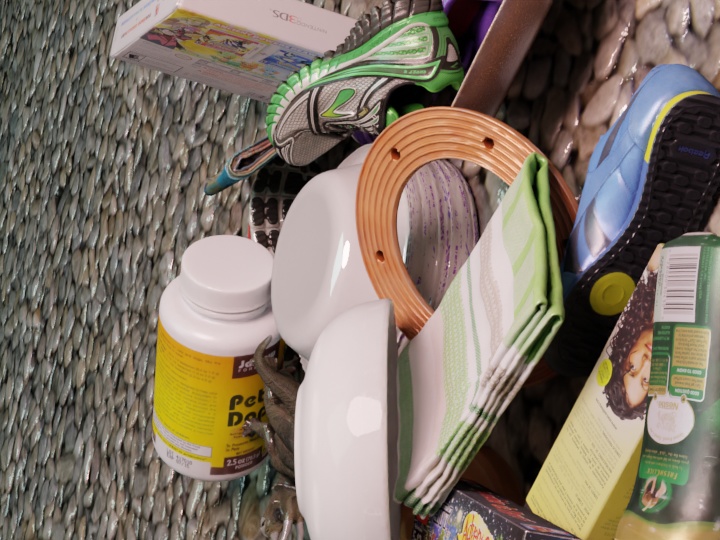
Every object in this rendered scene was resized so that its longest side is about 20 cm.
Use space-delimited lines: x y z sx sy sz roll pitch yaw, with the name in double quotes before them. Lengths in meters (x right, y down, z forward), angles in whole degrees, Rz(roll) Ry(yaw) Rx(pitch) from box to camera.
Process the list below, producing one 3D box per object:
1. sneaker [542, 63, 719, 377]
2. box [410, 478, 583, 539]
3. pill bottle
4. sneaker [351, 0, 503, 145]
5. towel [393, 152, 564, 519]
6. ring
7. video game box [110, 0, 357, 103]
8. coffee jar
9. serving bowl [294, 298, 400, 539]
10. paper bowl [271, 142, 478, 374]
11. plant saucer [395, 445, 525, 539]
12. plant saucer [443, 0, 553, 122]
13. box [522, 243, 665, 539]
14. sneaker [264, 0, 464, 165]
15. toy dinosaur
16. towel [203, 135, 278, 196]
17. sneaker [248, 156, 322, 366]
"sneaker" 0.162 -0.031 1.023 0.201 0.066 0.079 -67 24 17
"box" 0.070 0.208 1.020 0.200 0.037 0.138 -170 91 -75
"pill bottle" -0.118 0.073 1.408 0.110 0.108 0.201 -111 23 -50
"sneaker" 0.048 -0.165 1.304 0.200 0.080 0.084 -58 33 36
"towel" 0.069 0.041 1.050 0.150 0.031 0.201 -92 23 -47
"ring" 0.077 -0.015 1.120 0.200 0.019 0.202 21 124 35
"video game box" -0.102 -0.203 1.496 0.182 0.199 0.047 -10 68 63
"coffee jar" 0.193 0.087 0.854 0.085 0.104 0.201 1 80 63
"serving bowl" -0.008 0.120 1.125 0.200 0.065 0.202 -1 -90 -87
"paper bowl" 0.000 0.000 1.303 0.201 0.104 0.202 -37 48 56
"plant saucer" 0.055 0.219 1.169 0.200 0.032 0.202 -41 43 53
"plant saucer" 0.107 -0.168 1.155 0.200 0.032 0.201 90 -154 -89
"box" 0.164 0.090 0.977 0.201 0.050 0.075 -67 26 22
"sneaker" -0.001 -0.128 1.269 0.200 0.078 0.086 -34 73 45
"toy dinosaur" -0.049 0.127 1.345 0.102 0.077 0.201 49 144 37
"towel" -0.069 -0.117 1.447 0.146 0.022 0.200 -36 6 -10
"sneaker" -0.080 -0.010 1.512 0.085 0.077 0.201 155 124 -66
